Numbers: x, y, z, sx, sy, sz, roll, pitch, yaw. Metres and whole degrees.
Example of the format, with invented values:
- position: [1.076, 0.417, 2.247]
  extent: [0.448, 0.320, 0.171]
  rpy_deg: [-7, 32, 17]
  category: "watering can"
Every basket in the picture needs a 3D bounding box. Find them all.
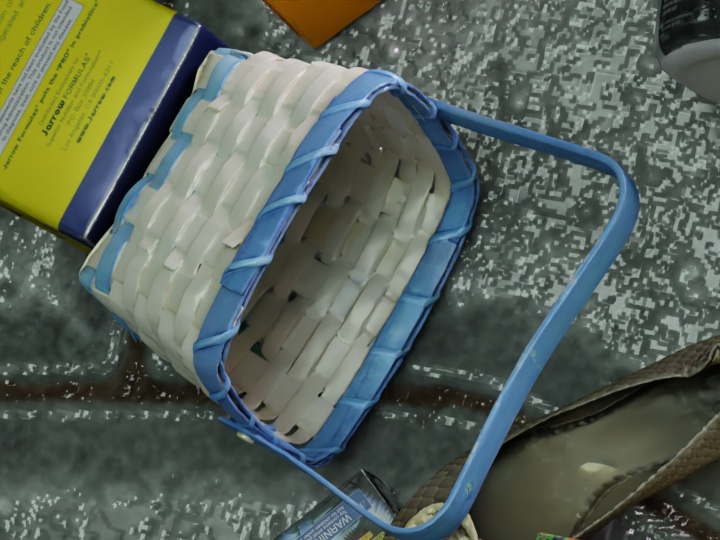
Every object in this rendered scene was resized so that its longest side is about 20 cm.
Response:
- position: [0.000, 0.000, 1.199]
  extent: [0.200, 0.139, 0.176]
  rpy_deg: [27, 81, 37]
  category: "basket"

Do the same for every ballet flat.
- position: [0.096, 0.080, 1.186]
  extent: [0.200, 0.046, 0.067]
  rpy_deg: [-27, 69, -3]
  category: "ballet flat"

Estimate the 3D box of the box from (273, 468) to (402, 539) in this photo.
- position: [-0.033, 0.200, 1.220]
  extent: [0.200, 0.040, 0.137]
  rpy_deg: [-40, 69, 5]
  category: "box"

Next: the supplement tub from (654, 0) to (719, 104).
- position: [0.194, -0.172, 1.196]
  extent: [0.122, 0.123, 0.200]
  rpy_deg: [5, 78, 19]
  category: "supplement tub"

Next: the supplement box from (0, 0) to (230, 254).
- position: [-0.158, -0.087, 1.296]
  extent: [0.200, 0.109, 0.110]
  rpy_deg: [27, 86, 22]
  category: "supplement box"

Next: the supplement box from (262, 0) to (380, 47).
- position: [-0.064, -0.211, 1.288]
  extent: [0.073, 0.126, 0.200]
  rpy_deg: [-36, 68, 8]
  category: "supplement box"

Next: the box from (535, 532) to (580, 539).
- position: [0.140, 0.219, 1.069]
  extent: [0.193, 0.122, 0.200]
  rpy_deg: [3, 74, 56]
  category: "box"
